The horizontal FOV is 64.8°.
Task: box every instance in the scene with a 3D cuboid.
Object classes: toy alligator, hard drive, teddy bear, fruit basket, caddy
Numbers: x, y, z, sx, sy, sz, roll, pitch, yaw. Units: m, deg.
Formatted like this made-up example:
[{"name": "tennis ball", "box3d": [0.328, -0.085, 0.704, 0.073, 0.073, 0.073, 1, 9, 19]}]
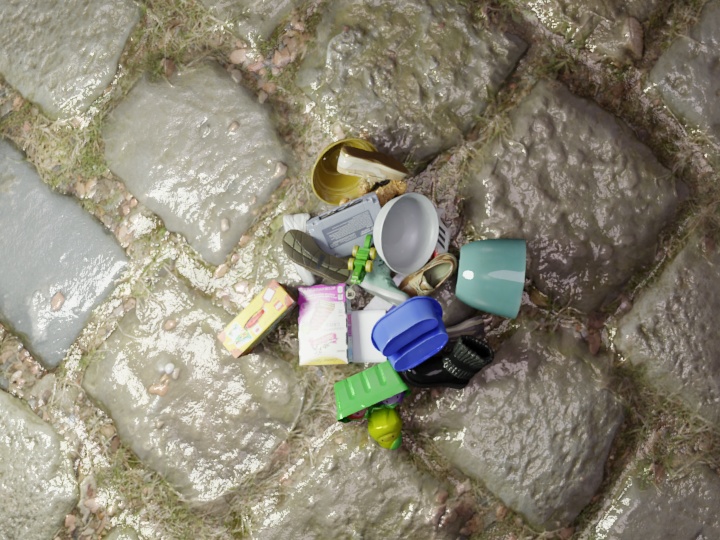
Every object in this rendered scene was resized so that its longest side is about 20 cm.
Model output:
[{"name": "toy alligator", "box3d": [0.000, 0.000, 1.437, 0.058, 0.055, 0.203, 8, 56, 15]}, {"name": "hard drive", "box3d": [-0.026, 0.174, 1.497, 0.195, 0.026, 0.136, -2, 86, 13]}, {"name": "teddy bear", "box3d": [0.042, -0.174, 1.511, 0.194, 0.067, 0.148, -5, 121, -6]}, {"name": "fruit basket", "box3d": [0.045, 0.361, 1.454, 0.210, 0.156, 0.221, -3, 73, 9]}, {"name": "caddy", "box3d": [0.121, 0.150, 1.405, 0.198, 0.106, 0.142, -32, 129, 7]}]

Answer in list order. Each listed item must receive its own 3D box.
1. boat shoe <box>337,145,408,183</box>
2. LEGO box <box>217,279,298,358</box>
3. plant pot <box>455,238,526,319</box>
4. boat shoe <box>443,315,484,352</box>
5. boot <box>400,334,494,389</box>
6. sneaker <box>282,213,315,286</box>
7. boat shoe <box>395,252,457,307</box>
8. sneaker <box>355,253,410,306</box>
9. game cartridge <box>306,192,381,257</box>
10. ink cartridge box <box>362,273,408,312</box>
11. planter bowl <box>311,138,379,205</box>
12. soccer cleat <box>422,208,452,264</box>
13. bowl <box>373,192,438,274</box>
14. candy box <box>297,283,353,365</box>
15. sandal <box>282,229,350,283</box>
[{"name": "boat shoe", "box3d": [0.029, -0.260, 1.452, 0.196, 0.075, 0.070, 11, 127, -25]}, {"name": "LEGO box", "box3d": [-0.257, 0.124, 1.461, 0.200, 0.149, 0.077, -45, 86, -3]}, {"name": "plant pot", "box3d": [0.327, 0.011, 1.452, 0.157, 0.201, 0.206, 8, 86, 8]}, {"name": "boat shoe", "box3d": [0.240, 0.183, 1.495, 0.196, 0.075, 0.075, -21, 86, 0]}, {"name": "boot", "box3d": [0.217, 0.228, 1.432, 0.206, 0.159, 0.081, 6, 52, -18]}, {"name": "sneaker", "box3d": [-0.140, -0.062, 1.514, 0.097, 0.078, 0.205, -16, 87, -5]}, {"name": "boat shoe", "box3d": [0.163, 0.028, 1.455, 0.199, 0.074, 0.076, -42, 91, 13]}, {"name": "sneaker", "box3d": [0.071, 0.013, 1.467, 0.198, 0.074, 0.120, 25, 80, 43]}, {"name": "game cartridge", "box3d": [-0.029, -0.108, 1.478, 0.196, 0.041, 0.135, -22, 123, 3]}, {"name": "ink cartridge box", "box3d": [0.105, 0.070, 1.522, 0.200, 0.037, 0.095, -45, 87, -4]}, {"name": "planter bowl", "box3d": [-0.049, -0.279, 1.502, 0.197, 0.202, 0.084, -28, 48, -2]}, {"name": "soccer cleat", "box3d": [0.213, -0.069, 1.518, 0.083, 0.069, 0.205, -14, 85, -7]}, {"name": "bowl", "box3d": [0.101, -0.101, 1.441, 0.198, 0.090, 0.206, -12, 110, -34]}, {"name": "candy box", "box3d": [-0.092, 0.141, 1.470, 0.133, 0.061, 0.206, -5, 84, 13]}, {"name": "sandal", "box3d": [-0.116, -0.029, 1.456, 0.197, 0.055, 0.083, 29, 69, -3]}]
